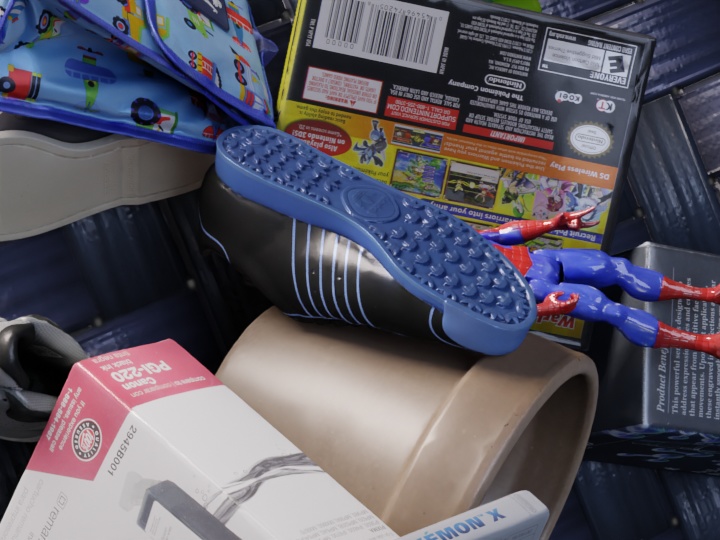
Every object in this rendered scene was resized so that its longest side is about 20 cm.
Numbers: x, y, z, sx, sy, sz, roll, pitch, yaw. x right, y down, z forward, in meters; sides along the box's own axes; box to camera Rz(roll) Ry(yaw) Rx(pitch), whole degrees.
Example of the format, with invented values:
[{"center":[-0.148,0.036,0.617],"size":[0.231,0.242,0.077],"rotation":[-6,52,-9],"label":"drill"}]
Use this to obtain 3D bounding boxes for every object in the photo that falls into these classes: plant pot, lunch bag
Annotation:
[{"center":[0.010,0.100,1.307],"size":[0.174,0.200,0.200],"rotation":[26,64,19],"label":"plant pot"},{"center":[-0.131,-0.142,1.307],"size":[0.200,0.094,0.151],"rotation":[20,37,-35],"label":"lunch bag"}]

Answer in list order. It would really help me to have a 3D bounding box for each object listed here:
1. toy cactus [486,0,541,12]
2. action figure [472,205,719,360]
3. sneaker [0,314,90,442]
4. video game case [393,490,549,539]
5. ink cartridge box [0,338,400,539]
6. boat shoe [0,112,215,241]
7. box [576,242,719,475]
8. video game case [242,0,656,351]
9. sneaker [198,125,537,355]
[{"center":[0.052,-0.133,1.375],"size":[0.200,0.102,0.165],"rotation":[47,74,-12],"label":"toy cactus"},{"center":[0.106,0.003,1.301],"size":[0.200,0.052,0.065],"rotation":[8,57,2],"label":"action figure"},{"center":[-0.220,0.038,1.234],"size":[0.200,0.115,0.075],"rotation":[12,76,-27],"label":"sneaker"},{"center":[-0.006,0.207,1.155],"size":[0.182,0.200,0.022],"rotation":[-15,47,-44],"label":"video game case"},{"center":[-0.081,0.153,1.217],"size":[0.200,0.146,0.085],"rotation":[38,25,24],"label":"ink cartridge box"},{"center":[-0.171,-0.068,1.323],"size":[0.200,0.073,0.063],"rotation":[-11,45,-25],"label":"boat shoe"},{"center":[0.210,0.060,1.438],"size":[0.200,0.148,0.107],"rotation":[9,77,-27],"label":"box"},{"center":[0.049,-0.062,1.338],"size":[0.200,0.026,0.181],"rotation":[11,96,-7],"label":"video game case"},{"center":[0.000,0.000,1.269],"size":[0.200,0.078,0.070],"rotation":[32,38,19],"label":"sneaker"}]
